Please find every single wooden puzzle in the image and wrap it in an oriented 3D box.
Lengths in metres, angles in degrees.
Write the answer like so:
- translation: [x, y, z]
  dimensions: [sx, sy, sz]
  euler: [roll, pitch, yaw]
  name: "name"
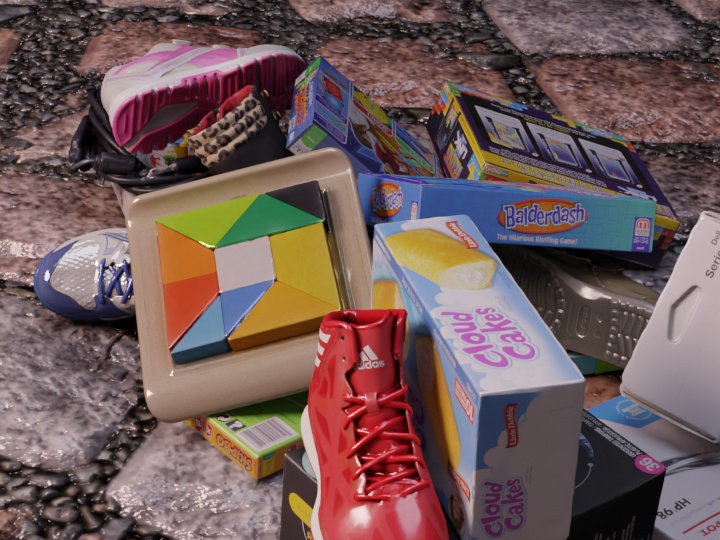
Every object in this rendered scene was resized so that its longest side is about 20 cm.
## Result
- translation: [-0.082, 0.004, 1.321]
  dimensions: [0.185, 0.037, 0.200]
  euler: [-14, 56, 2]
  name: "wooden puzzle"

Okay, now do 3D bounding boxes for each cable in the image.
- translation: [-0.172, -0.128, 1.592]
  dimensions: [0.163, 0.051, 0.200]
  euler: [7, 31, 4]
  name: "cable"

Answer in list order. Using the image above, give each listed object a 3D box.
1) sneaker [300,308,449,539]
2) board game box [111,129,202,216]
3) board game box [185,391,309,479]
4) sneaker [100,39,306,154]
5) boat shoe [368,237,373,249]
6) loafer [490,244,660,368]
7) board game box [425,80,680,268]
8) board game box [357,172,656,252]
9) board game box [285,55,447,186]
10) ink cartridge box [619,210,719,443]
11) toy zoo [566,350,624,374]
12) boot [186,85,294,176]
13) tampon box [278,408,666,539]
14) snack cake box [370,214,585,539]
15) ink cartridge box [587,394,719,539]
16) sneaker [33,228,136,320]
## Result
- translation: [0.004, 0.095, 1.013]
  dimensions: [0.078, 0.116, 0.200]
  euler: [-10, 36, -15]
  name: "sneaker"
- translation: [-0.165, -0.091, 1.614]
  dimensions: [0.126, 0.035, 0.200]
  euler: [-6, 33, -18]
  name: "board game box"
- translation: [-0.029, 0.093, 1.338]
  dimensions: [0.200, 0.030, 0.096]
  euler: [-23, 40, -34]
  name: "board game box"
- translation: [-0.142, -0.169, 1.553]
  dimensions: [0.200, 0.081, 0.088]
  euler: [-13, 42, -30]
  name: "sneaker"
- translation: [0.005, 0.001, 1.405]
  dimensions: [0.075, 0.075, 0.202]
  euler: [14, 28, 40]
  name: "boat shoe"
- translation: [0.176, 0.028, 1.409]
  dimensions: [0.200, 0.075, 0.070]
  euler: [26, 22, 30]
  name: "loafer"
- translation: [0.172, -0.088, 1.595]
  dimensions: [0.200, 0.057, 0.165]
  euler: [16, 29, -19]
  name: "board game box"
- translation: [0.114, -0.047, 1.411]
  dimensions: [0.200, 0.045, 0.152]
  euler: [3, 5, -20]
  name: "board game box"
- translation: [0.023, -0.086, 1.525]
  dimensions: [0.200, 0.034, 0.135]
  euler: [40, 24, -19]
  name: "board game box"
- translation: [0.283, 0.043, 1.290]
  dimensions: [0.087, 0.145, 0.200]
  euler: [28, 10, 27]
  name: "ink cartridge box"
- translation: [0.120, 0.048, 1.445]
  dimensions: [0.200, 0.020, 0.131]
  euler: [-5, 32, -18]
  name: "toy zoo"
- translation: [-0.062, -0.094, 1.526]
  dimensions: [0.073, 0.151, 0.200]
  euler: [-23, 17, 39]
  name: "boot"
- translation: [0.068, 0.171, 1.128]
  dimensions: [0.200, 0.126, 0.150]
  euler: [-19, 38, -35]
  name: "tampon box"
- translation: [0.065, 0.064, 1.072]
  dimensions: [0.067, 0.115, 0.200]
  euler: [-6, 31, -16]
  name: "snack cake box"
- translation: [0.220, 0.171, 1.212]
  dimensions: [0.116, 0.067, 0.200]
  euler: [-19, 38, -37]
  name: "ink cartridge box"
- translation: [-0.158, 0.001, 1.395]
  dimensions: [0.200, 0.075, 0.088]
  euler: [-3, 0, -12]
  name: "sneaker"
